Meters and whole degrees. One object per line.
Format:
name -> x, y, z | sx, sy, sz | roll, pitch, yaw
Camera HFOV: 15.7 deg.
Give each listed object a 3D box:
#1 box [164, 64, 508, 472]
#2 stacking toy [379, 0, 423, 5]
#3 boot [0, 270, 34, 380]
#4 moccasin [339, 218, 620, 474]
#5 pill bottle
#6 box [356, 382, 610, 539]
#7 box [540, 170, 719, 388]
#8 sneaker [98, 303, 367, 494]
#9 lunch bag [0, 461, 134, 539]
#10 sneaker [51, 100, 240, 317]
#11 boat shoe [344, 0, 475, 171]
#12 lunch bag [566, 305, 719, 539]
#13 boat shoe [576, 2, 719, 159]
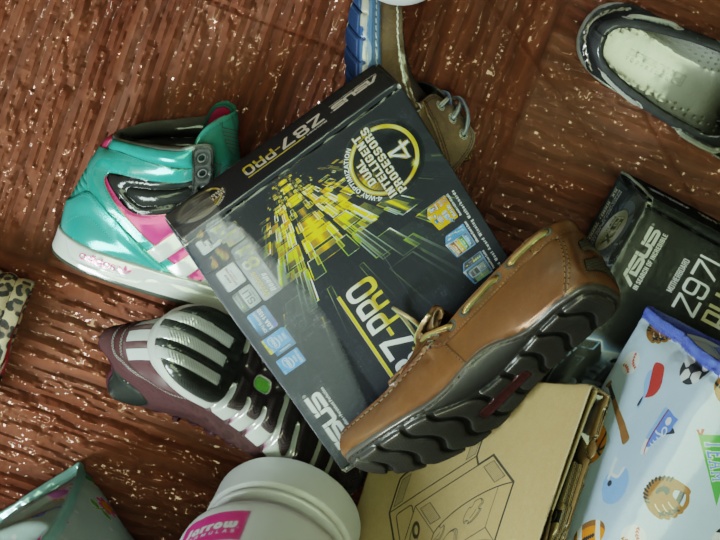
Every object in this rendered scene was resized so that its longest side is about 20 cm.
box -> 0.000, 0.000, 1.582 | 0.161, 0.049, 0.200 | -34, 119, -3
stacking toy -> -0.043, -0.212, 1.558 | 0.200, 0.146, 0.146 | 20, 101, -7
boot -> -0.304, 0.061, 1.648 | 0.150, 0.073, 0.200 | 21, 95, -6
moccasin -> 0.062, 0.047, 1.557 | 0.074, 0.078, 0.201 | 17, 125, -44
pill bottle -> -0.069, 0.211, 1.565 | 0.113, 0.200, 0.113 | 8, 128, 11
box -> 0.061, 0.145, 1.589 | 0.021, 0.200, 0.164 | 27, 75, -30
box -> 0.192, 0.066, 1.642 | 0.164, 0.086, 0.200 | 28, 100, -13
sneaker -> -0.086, 0.078, 1.660 | 0.200, 0.115, 0.076 | 40, 63, -38
lunch bag -> -0.179, 0.235, 1.620 | 0.122, 0.200, 0.170 | -32, 102, 5
sneaker -> -0.082, -0.041, 1.628 | 0.200, 0.084, 0.121 | 15, 108, -6
boat shoe -> 0.033, -0.083, 1.630 | 0.072, 0.072, 0.200 | -8, 112, -5
lunch bag -> 0.228, 0.143, 1.564 | 0.200, 0.124, 0.170 | 26, 100, -30
boat shoe -> 0.228, -0.108, 1.628 | 0.200, 0.060, 0.074 | 29, 99, -7
